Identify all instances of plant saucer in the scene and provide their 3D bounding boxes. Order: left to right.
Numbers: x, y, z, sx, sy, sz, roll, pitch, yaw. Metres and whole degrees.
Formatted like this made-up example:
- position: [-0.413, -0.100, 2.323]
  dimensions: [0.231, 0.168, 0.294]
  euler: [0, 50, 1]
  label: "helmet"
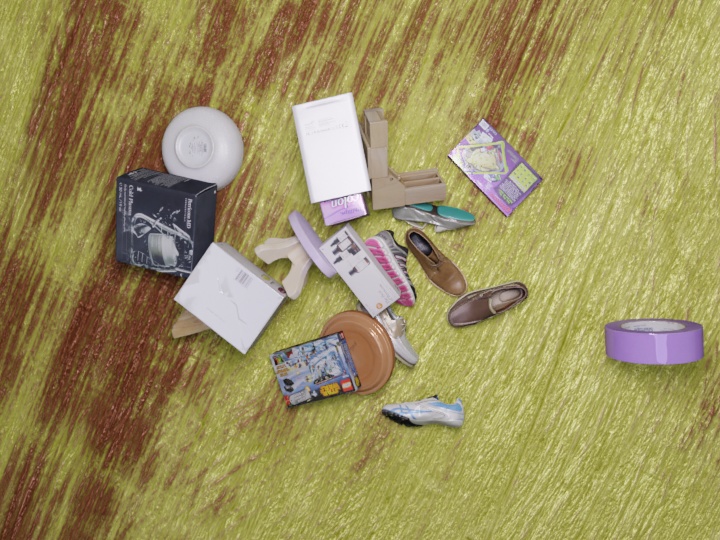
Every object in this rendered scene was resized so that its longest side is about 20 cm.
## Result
- position: [-0.014, 0.195, 1.468]
  dimensions: [0.196, 0.032, 0.205]
  euler: [6, 104, 25]
  label: "plant saucer"

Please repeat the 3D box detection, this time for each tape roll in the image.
- position: [0.642, 0.153, 1.374]
  dimensions: [0.195, 0.200, 0.067]
  euler: [-4, 95, 4]
  label: "tape roll"

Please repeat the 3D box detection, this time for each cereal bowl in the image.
- position: [-0.378, -0.287, 1.472]
  dimensions: [0.195, 0.083, 0.205]
  euler: [0, 93, 4]
  label: "cereal bowl"

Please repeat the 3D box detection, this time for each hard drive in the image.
- position: [-0.060, -0.253, 1.303]
  dimensions: [0.129, 0.027, 0.204]
  euler: [-11, 93, 3]
  label: "hard drive"

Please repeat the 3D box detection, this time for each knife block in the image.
- position: [-0.332, 0.109, 1.504]
  dimensions: [0.174, 0.064, 0.202]
  euler: [31, 95, 2]
  label: "knife block"

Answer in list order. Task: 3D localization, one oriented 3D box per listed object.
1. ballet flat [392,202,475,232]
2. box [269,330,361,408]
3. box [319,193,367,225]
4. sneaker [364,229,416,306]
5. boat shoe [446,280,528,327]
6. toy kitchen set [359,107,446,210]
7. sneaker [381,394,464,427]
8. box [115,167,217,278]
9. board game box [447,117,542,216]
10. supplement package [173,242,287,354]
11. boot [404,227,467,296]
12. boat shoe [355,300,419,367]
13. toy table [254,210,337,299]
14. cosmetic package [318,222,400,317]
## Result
- position: [0.169, -0.124, 1.465]
  dimensions: [0.196, 0.068, 0.065]
  euler: [16, 122, 3]
  label: "ballet flat"
- position: [-0.108, 0.236, 1.479]
  dimensions: [0.197, 0.040, 0.140]
  euler: [-18, 92, 25]
  label: "box"
- position: [-0.051, -0.210, 1.408]
  dimensions: [0.095, 0.176, 0.204]
  euler: [-15, 93, 4]
  label: "box"
- position: [0.086, -0.011, 1.462]
  dimensions: [0.073, 0.088, 0.202]
  euler: [-11, 118, 45]
  label: "sneaker"
- position: [0.294, 0.076, 1.455]
  dimensions: [0.199, 0.075, 0.076]
  euler: [-26, 92, 5]
  label: "boat shoe"
- position: [0.088, -0.275, 1.418]
  dimensions: [0.176, 0.164, 0.203]
  euler: [-8, 124, -7]
  label: "toy kitchen set"
- position: [0.149, 0.333, 1.494]
  dimensions: [0.195, 0.072, 0.074]
  euler: [1, 60, 10]
  label: "sneaker"
- position: [-0.445, -0.110, 1.436]
  dimensions: [0.192, 0.124, 0.204]
  euler: [12, 111, 7]
  label: "box"
- position: [0.312, -0.239, 1.456]
  dimensions: [0.120, 0.032, 0.200]
  euler: [-44, 89, 1]
  label: "board game box"
- position: [-0.284, 0.058, 1.411]
  dimensions: [0.199, 0.111, 0.157]
  euler: [37, 93, 0]
  label: "supplement package"
- position: [0.175, -0.015, 1.458]
  dimensions: [0.074, 0.075, 0.200]
  euler: [-43, 91, 4]
  label: "boot"
- position: [0.076, 0.136, 1.474]
  dimensions: [0.068, 0.075, 0.201]
  euler: [-41, 90, 11]
  label: "boat shoe"
- position: [-0.146, -0.034, 1.433]
  dimensions: [0.116, 0.201, 0.184]
  euler: [-37, 130, 8]
  label: "toy table"
- position: [0.000, 0.000, 1.406]
  dimensions: [0.082, 0.051, 0.201]
  euler: [-36, 100, 17]
  label: "cosmetic package"
